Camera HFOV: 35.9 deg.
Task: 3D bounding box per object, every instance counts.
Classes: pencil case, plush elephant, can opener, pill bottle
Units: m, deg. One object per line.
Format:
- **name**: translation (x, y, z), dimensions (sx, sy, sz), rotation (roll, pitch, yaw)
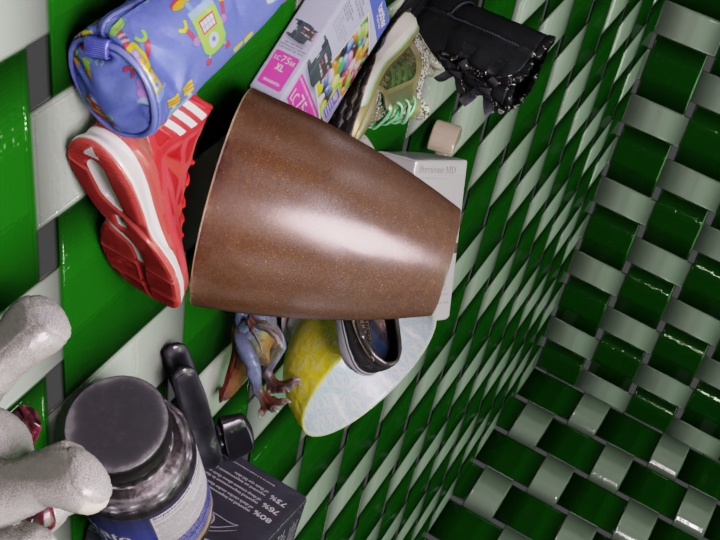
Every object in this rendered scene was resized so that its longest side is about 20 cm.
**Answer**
- **pencil case**: translation (-0.111, -0.179, 0.748), dimensions (0.201, 0.077, 0.087), rotation (-53, 141, -31)
- **plush elephant**: translation (-0.236, 0.153, 0.730), dimensions (0.199, 0.165, 0.155), rotation (-32, 143, -6)
- **can opener**: translation (-0.162, 0.133, 1.100), dimensions (0.078, 0.064, 0.201), rotation (-30, 143, -13)
- **pill bottle**: translation (-0.193, 0.175, 0.964), dimensions (0.112, 0.111, 0.201), rotation (-55, 161, -28)

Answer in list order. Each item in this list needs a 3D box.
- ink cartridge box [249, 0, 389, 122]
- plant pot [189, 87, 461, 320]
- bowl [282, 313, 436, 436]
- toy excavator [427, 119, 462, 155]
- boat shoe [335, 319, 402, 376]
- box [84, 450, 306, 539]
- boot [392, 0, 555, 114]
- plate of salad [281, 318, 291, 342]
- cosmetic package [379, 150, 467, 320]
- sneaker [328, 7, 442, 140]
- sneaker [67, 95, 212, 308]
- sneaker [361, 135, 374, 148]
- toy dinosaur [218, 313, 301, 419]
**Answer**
- **ink cartridge box**: translation (-0.026, -0.215, 1.029), dimensions (0.202, 0.042, 0.120), rotation (-62, 164, -14)
- **plant pot**: translation (-0.022, -0.034, 0.936), dimensions (0.187, 0.197, 0.190), rotation (-164, -90, -89)
- **bowl**: translation (-0.021, 0.080, 1.255), dimensions (0.199, 0.108, 0.201), rotation (-36, 155, -19)
- **toy excavator**: translation (0.081, -0.076, 1.500), dimensions (0.196, 0.099, 0.202), rotation (95, 14, -55)
- **boat shoe**: translation (0.000, 0.000, 1.069), dimensions (0.068, 0.056, 0.203), rotation (-14, 91, -32)
- **box**: translation (-0.170, 0.281, 1.131), dimensions (0.200, 0.147, 0.105), rotation (-36, 149, -56)
- **boot**: translation (0.137, -0.274, 1.222), dimensions (0.199, 0.161, 0.074), rotation (-56, 163, -25)
- **plate of salad**: translation (-0.031, -0.001, 1.311), dimensions (0.201, 0.048, 0.201), rotation (-56, 161, -29)
- **cosmetic package**: translation (0.066, -0.042, 1.370), dimensions (0.101, 0.074, 0.203), rotation (-6, 107, -44)
- **sneaker**: translation (0.033, -0.174, 1.108), dimensions (0.077, 0.088, 0.201), rotation (-32, -155, 53)
- **sneaker**: translation (-0.141, -0.063, 0.835), dimensions (0.116, 0.078, 0.201), rotation (-54, 162, -26)
- **sneaker**: translation (-0.022, -0.109, 1.172), dimensions (0.200, 0.069, 0.082), rotation (30, 59, -67)
- **toy dinosaur**: translation (-0.114, 0.050, 1.107), dimensions (0.105, 0.198, 0.184), rotation (-41, 115, -58)
